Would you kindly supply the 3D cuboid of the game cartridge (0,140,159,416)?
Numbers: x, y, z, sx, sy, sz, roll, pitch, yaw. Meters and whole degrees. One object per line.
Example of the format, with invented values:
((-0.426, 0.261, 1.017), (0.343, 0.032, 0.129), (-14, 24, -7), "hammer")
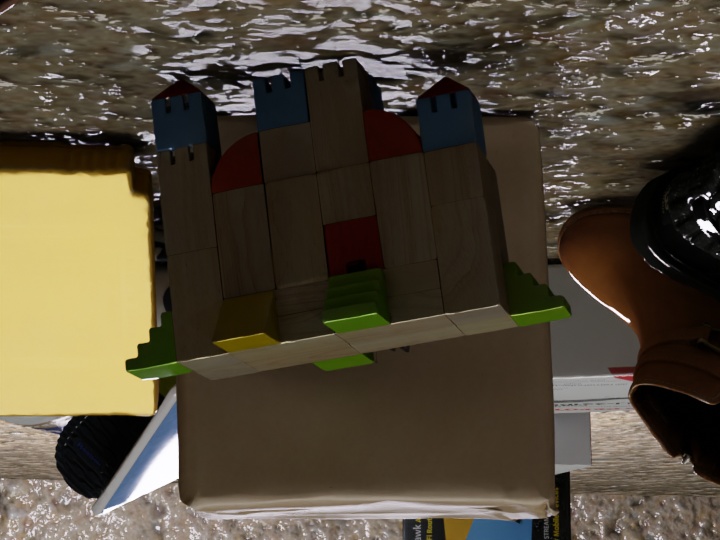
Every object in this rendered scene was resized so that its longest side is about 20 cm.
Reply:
((-0.211, 0.007, 1.142), (0.199, 0.033, 0.177), (0, 128, -4), "game cartridge")

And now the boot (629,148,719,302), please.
((0.260, -0.012, 1.118), (0.210, 0.080, 0.158), (16, 166, -14), "boot")

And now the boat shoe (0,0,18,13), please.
((-0.099, -0.123, 0.609), (0.072, 0.072, 0.200), (4, 169, -21), "boat shoe")

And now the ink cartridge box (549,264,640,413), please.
((0.188, 0.051, 1.519), (0.143, 0.084, 0.200), (-3, 170, 8), "ink cartridge box")

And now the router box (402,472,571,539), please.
((0.112, 0.172, 1.848), (0.148, 0.201, 0.051), (-2, 171, 7), "router box")

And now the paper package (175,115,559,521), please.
((0.000, 0.028, 1.071), (0.190, 0.201, 0.103), (0, 170, -6), "paper package")

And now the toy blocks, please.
((-0.013, -0.032, 0.964), (0.199, 0.137, 0.100), (-10, 165, 12), "toy blocks")

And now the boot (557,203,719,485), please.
((0.177, 0.045, 1.197), (0.155, 0.200, 0.077), (-37, 160, -53), "boot")

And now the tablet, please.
((-0.096, 0.092, 1.339), (0.130, 0.014, 0.200), (-24, 163, -33), "tablet")

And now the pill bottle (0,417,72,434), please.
((-0.216, 0.056, 1.457), (0.110, 0.112, 0.200), (-3, 169, 15), "pill bottle")

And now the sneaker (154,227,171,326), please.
((-0.135, 0.010, 1.223), (0.129, 0.080, 0.199), (11, 178, 34), "sneaker")

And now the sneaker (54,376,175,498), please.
((-0.128, 0.075, 1.393), (0.200, 0.066, 0.078), (-46, 172, 36), "sneaker")

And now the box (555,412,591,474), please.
((0.105, 0.108, 1.714), (0.097, 0.125, 0.200), (3, 170, -18), "box")
